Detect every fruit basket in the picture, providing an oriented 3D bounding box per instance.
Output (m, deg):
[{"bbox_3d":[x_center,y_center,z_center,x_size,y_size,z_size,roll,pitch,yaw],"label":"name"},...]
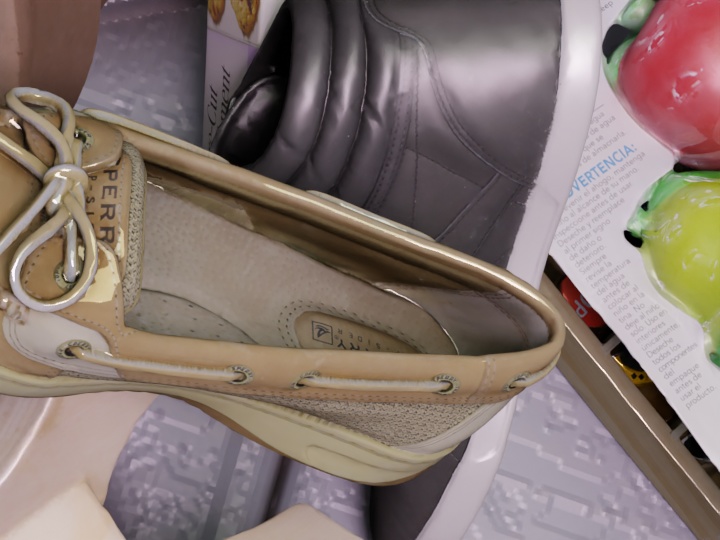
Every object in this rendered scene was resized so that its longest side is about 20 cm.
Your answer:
[{"bbox_3d":[0.133,-0.038,0.927,0.185,0.094,0.200,-35,74,-22],"label":"fruit basket"}]

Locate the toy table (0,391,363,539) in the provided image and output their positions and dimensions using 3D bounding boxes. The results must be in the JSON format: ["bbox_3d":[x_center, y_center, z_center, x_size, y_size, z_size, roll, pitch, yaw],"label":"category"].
[{"bbox_3d":[-0.081,0.083,0.808,0.117,0.184,0.200,-34,56,-27],"label":"toy table"}]

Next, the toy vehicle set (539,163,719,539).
[{"bbox_3d":[0.145,-0.020,0.974,0.200,0.027,0.124,-41,92,-22],"label":"toy vehicle set"}]

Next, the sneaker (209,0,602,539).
[{"bbox_3d":[0.000,0.000,0.861,0.099,0.201,0.071,7,32,-9],"label":"sneaker"}]

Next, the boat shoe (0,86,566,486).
[{"bbox_3d":[-0.044,-0.002,0.725,0.200,0.063,0.074,24,52,-29],"label":"boat shoe"}]

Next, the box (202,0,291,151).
[{"bbox_3d":[-0.019,-0.089,0.860,0.038,0.201,0.041,-12,40,-22],"label":"box"}]

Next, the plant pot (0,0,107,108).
[{"bbox_3d":[-0.121,-0.131,0.844,0.200,0.200,0.175,50,47,-1],"label":"plant pot"}]
